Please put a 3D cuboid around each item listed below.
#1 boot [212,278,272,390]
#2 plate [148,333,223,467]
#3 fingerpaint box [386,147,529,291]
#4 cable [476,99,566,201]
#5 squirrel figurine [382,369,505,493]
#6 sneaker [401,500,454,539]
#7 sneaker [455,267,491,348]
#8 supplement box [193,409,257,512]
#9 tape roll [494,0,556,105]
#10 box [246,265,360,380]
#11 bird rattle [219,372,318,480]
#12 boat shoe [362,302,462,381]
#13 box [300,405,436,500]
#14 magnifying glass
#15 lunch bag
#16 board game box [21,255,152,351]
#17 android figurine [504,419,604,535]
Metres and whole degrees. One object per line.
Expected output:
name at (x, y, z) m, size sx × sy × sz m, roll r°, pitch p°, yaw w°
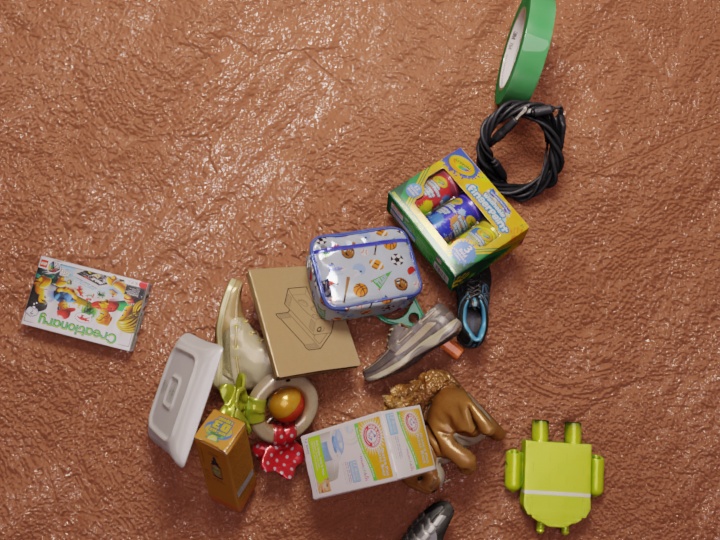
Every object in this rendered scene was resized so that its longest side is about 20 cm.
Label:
boot at (-0.179, 0.120, 1.361) m, size 0.154 × 0.073 × 0.201 m, roll 6°, pitch 90°, yaw -1°
plate at (-0.306, 0.208, 1.290) m, size 0.032 × 0.200 × 0.201 m, roll 20°, pitch 83°, yaw -28°
fingerpaint box at (0.171, -0.094, 1.369) m, size 0.166 × 0.073 × 0.200 m, roll -32°, pitch 70°, yaw -13°
cable at (0.286, -0.207, 1.379) m, size 0.162 × 0.051 × 0.201 m, roll -7°, pitch 128°, yaw -9°
squirrel figurine at (0.124, 0.283, 1.348) m, size 0.187 × 0.142 × 0.200 m, roll -44°, pitch 73°, yaw 4°
sneaker at (0.122, 0.507, 1.343) m, size 0.115 × 0.075 × 0.200 m, roll 40°, pitch 94°, yaw -3°
sneaker at (0.207, 0.039, 1.386) m, size 0.073 × 0.082 × 0.201 m, roll -3°, pitch 83°, yaw -1°
supplement box at (-0.221, 0.319, 1.273) m, size 0.066 × 0.201 × 0.069 m, roll 21°, pitch 51°, yaw 17°
tape roll at (0.294, -0.392, 1.377) m, size 0.048 × 0.200 × 0.202 m, roll 14°, pitch 83°, yaw -2°
box at (-0.099, 0.085, 1.334) m, size 0.163 × 0.021 × 0.201 m, roll -4°, pitch 64°, yaw -32°
bird rattle at (-0.141, 0.251, 1.310) m, size 0.163 × 0.113 × 0.200 m, roll -43°, pitch 111°, yaw -8°
boat shoe at (0.085, 0.128, 1.371) m, size 0.199 × 0.074 × 0.074 m, roll -33°, pitch 75°, yaw 8°
box at (0.011, 0.303, 1.275) m, size 0.200 × 0.101 × 0.113 m, roll -25°, pitch 72°, yaw 39°
magnifying glass at (0.104, 0.093, 1.408) m, size 0.200 × 0.022 × 0.080 m, roll 38°, pitch 84°, yaw 3°
lunch bag at (0.000, 0.000, 1.359) m, size 0.199 × 0.076 × 0.161 m, roll -7°, pitch 67°, yaw -17°
board game box at (-0.489, 0.060, 1.374) m, size 0.199 × 0.035 × 0.127 m, roll 14°, pitch 84°, yaw -1°
android figurine at (0.350, 0.371, 1.378) m, size 0.181 × 0.041 × 0.201 m, roll 2°, pitch 83°, yaw -3°
